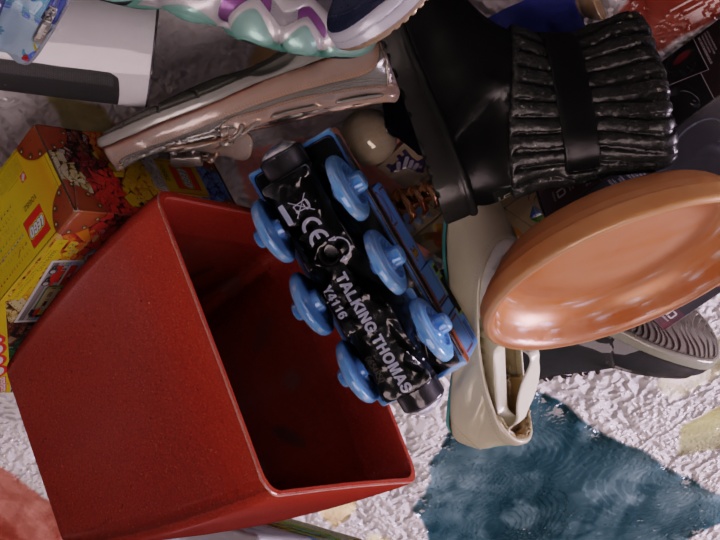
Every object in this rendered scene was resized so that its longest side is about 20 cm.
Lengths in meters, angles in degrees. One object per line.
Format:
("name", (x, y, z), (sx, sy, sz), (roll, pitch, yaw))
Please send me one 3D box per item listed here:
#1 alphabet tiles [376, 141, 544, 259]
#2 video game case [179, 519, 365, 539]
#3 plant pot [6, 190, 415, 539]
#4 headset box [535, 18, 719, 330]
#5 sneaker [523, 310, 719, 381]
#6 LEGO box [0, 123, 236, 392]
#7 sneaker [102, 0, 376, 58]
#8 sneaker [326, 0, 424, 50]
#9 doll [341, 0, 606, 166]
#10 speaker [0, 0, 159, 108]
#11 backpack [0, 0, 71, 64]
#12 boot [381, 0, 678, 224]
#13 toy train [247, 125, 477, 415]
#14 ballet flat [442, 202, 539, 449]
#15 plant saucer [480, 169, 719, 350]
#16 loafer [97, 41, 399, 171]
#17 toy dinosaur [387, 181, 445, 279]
("alphabet tiles", (0.117, -0.056, 1.174), (0.200, 0.006, 0.166), (33, 122, -29))
("video game case", (-0.106, 0.198, 1.254), (0.200, 0.023, 0.182), (10, 174, 34))
("plant pot", (-0.112, 0.084, 1.062), (0.176, 0.200, 0.200), (-28, 163, 23))
("headset box", (0.226, -0.060, 1.125), (0.200, 0.075, 0.149), (-37, 124, 21))
("sneaker", (0.166, 0.054, 1.232), (0.200, 0.075, 0.106), (18, 133, -7))
("LEGO box", (-0.202, -0.002, 1.113), (0.149, 0.077, 0.200), (3, 140, -48))
("sneaker", (-0.071, -0.210, 0.959), (0.200, 0.078, 0.140), (14, 97, -16))
("sneaker", (0.017, -0.229, 0.916), (0.108, 0.070, 0.200), (43, 73, -30))
("doll", (0.077, -0.118, 1.079), (0.200, 0.048, 0.137), (-22, 107, 18))
("speaker", (-0.229, -0.154, 1.011), (0.200, 0.081, 0.081), (6, 131, -10))
("backpack", (-0.217, -0.226, 0.883), (0.147, 0.183, 0.200), (13, 125, -33))
("boot", (0.097, -0.143, 0.997), (0.158, 0.079, 0.211), (-18, 89, 5))
("toy train", (0.000, 0.000, 1.064), (0.087, 0.114, 0.200), (-29, 95, 16))
("ballet flat", (0.098, 0.035, 1.131), (0.069, 0.069, 0.200), (-3, 111, -1))
("plant saucer", (0.168, -0.009, 1.040), (0.200, 0.038, 0.200), (-17, 157, -8))
("loafer", (-0.068, -0.101, 1.042), (0.200, 0.072, 0.063), (-25, 102, -5))
("toy dinosaur", (-0.002, 0.005, 1.169), (0.136, 0.102, 0.200), (40, 140, -14))
